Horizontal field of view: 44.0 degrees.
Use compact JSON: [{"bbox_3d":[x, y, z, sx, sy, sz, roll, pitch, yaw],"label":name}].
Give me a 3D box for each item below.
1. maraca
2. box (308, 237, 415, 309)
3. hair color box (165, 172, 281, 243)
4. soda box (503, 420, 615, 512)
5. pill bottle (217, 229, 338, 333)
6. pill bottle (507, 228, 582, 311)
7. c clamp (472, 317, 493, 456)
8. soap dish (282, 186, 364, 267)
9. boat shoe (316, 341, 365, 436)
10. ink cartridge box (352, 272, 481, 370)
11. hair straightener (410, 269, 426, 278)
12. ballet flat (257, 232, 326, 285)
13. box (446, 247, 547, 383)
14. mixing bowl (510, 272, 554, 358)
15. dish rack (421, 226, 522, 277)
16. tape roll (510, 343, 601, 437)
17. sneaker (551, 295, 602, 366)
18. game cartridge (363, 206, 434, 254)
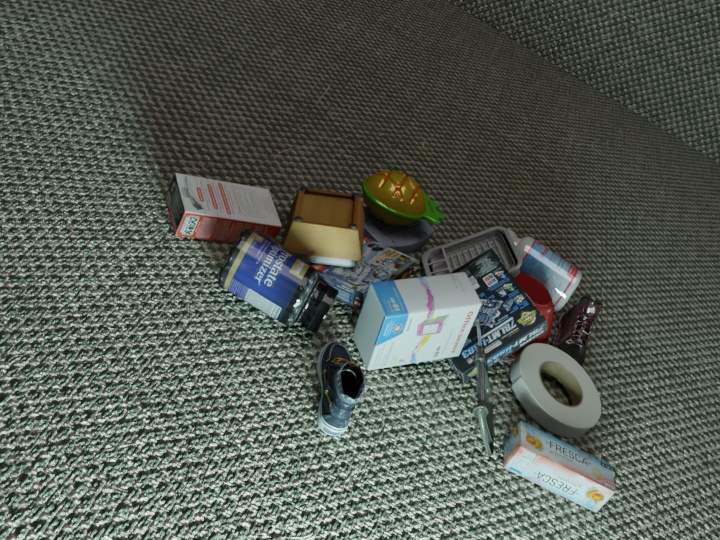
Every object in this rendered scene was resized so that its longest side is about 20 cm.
[{"bbox_3d":[0.091,-0.150,1.908,0.196,0.108,0.139,14,36,-25],"label":"maraca"},{"bbox_3d":[0.000,0.000,1.726,0.135,0.041,0.199,24,31,25],"label":"box"},{"bbox_3d":[-0.259,-0.112,1.684,0.197,0.064,0.112,9,41,-33],"label":"hair color box"},{"bbox_3d":[0.351,0.348,1.580,0.197,0.064,0.069,27,33,-8],"label":"soda box"},{"bbox_3d":[-0.142,0.024,1.559,0.197,0.113,0.112,30,33,-2],"label":"pill bottle"},{"bbox_3d":[0.394,-0.005,2.024,0.198,0.110,0.109,35,34,5],"label":"pill bottle"},{"bbox_3d":[0.216,0.217,1.580,0.026,0.173,0.202,-7,41,12],"label":"c clamp"},{"bbox_3d":[-0.068,-0.090,1.740,0.154,0.083,0.201,7,28,-2],"label":"soap dish"},{"bbox_3d":[-0.027,0.172,1.479,0.070,0.092,0.202,20,35,-16],"label":"boat shoe"},{"bbox_3d":[0.102,0.090,1.600,0.196,0.146,0.085,-7,48,-25],"label":"ink cartridge box"},{"bbox_3d":[0.083,0.036,1.797,0.077,0.041,0.199,39,30,11],"label":"hair straightener"},{"bbox_3d":[-0.127,0.003,1.646,0.199,0.068,0.046,38,20,6],"label":"ballet flat"},{"bbox_3d":[0.228,0.085,1.730,0.198,0.050,0.200,-31,59,-6],"label":"box"},{"bbox_3d":[0.332,0.076,1.873,0.197,0.109,0.202,20,35,-15],"label":"mixing bowl"},{"bbox_3d":[0.235,-0.008,1.872,0.196,0.044,0.173,-20,33,5],"label":"dish rack"},{"bbox_3d":[0.386,0.235,1.762,0.199,0.037,0.205,22,40,-19],"label":"tape roll"},{"bbox_3d":[0.473,0.119,1.921,0.075,0.117,0.201,27,33,-5],"label":"sneaker"},{"bbox_3d":[0.070,-0.092,1.945,0.133,0.041,0.198,44,36,24],"label":"game cartridge"}]
